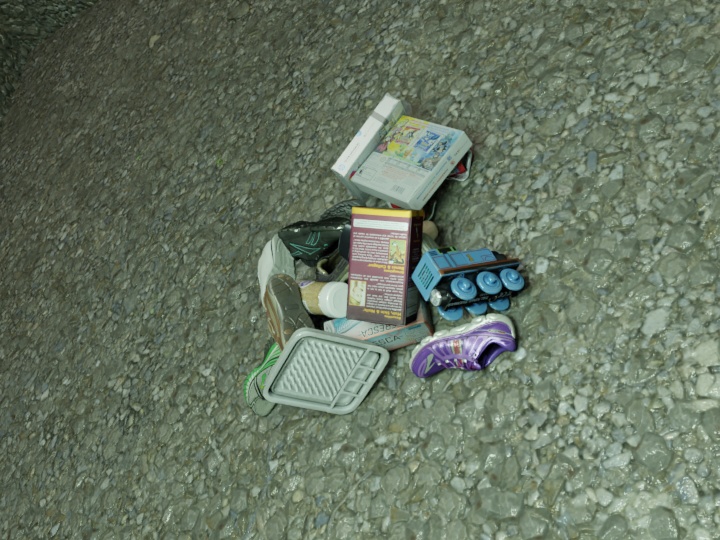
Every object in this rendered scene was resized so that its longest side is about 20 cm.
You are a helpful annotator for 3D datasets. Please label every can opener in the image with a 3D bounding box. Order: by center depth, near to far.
[{"bbox_3d":[0.000,0.000,1.533,0.079,0.201,0.063,30,40,34],"label":"can opener"}]

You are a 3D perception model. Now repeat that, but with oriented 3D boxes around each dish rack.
[{"bbox_3d":[-0.065,0.177,1.448,0.172,0.200,0.044,-58,34,26],"label":"dish rack"}]

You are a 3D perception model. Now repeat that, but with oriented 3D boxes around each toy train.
[{"bbox_3d":[0.190,0.013,1.372,0.114,0.199,0.087,61,144,29],"label":"toy train"}]

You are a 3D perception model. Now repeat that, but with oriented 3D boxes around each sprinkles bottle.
[{"bbox_3d":[-0.097,0.053,1.570,0.200,0.068,0.068,2,63,51],"label":"sprinkles bottle"}]

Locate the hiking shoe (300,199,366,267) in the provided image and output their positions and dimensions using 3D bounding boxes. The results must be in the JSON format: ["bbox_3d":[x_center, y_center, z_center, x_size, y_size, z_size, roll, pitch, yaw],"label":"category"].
[{"bbox_3d":[-0.053,-0.094,1.704,0.200,0.076,0.101,-40,4,33],"label":"hiking shoe"}]

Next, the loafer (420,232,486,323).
[{"bbox_3d":[0.149,0.025,1.450,0.063,0.072,0.200,-42,76,27],"label":"loafer"}]

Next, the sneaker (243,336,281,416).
[{"bbox_3d":[-0.172,0.218,1.585,0.085,0.078,0.200,58,134,41],"label":"sneaker"}]

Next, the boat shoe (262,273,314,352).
[{"bbox_3d":[-0.137,0.106,1.523,0.072,0.076,0.201,-45,54,48],"label":"boat shoe"}]

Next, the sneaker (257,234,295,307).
[{"bbox_3d":[-0.196,0.016,1.800,0.080,0.076,0.200,-32,40,36],"label":"sneaker"}]

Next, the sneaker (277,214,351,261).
[{"bbox_3d":[-0.081,-0.064,1.628,0.200,0.080,0.075,-5,19,45],"label":"sneaker"}]

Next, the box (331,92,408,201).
[{"bbox_3d":[0.032,-0.260,1.721,0.041,0.156,0.200,33,87,22],"label":"box"}]

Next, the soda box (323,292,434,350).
[{"bbox_3d":[0.034,0.111,1.502,0.199,0.064,0.069,-18,51,15],"label":"soda box"}]

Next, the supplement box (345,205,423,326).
[{"bbox_3d":[0.043,-0.010,1.411,0.110,0.086,0.201,5,96,19],"label":"supplement box"}]

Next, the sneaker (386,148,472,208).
[{"bbox_3d":[0.144,-0.192,1.639,0.200,0.071,0.112,-49,39,0],"label":"sneaker"}]

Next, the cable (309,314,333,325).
[{"bbox_3d":[-0.073,0.161,1.608,0.163,0.051,0.200,-31,43,15],"label":"cable"}]

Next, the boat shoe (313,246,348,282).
[{"bbox_3d":[-0.061,0.002,1.621,0.200,0.065,0.072,-39,35,34],"label":"boat shoe"}]

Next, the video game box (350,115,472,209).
[{"bbox_3d":[0.099,-0.217,1.610,0.182,0.047,0.200,-53,39,-6],"label":"video game box"}]

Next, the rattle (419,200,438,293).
[{"bbox_3d":[0.120,-0.040,1.590,0.130,0.143,0.200,-34,9,25],"label":"rattle"}]

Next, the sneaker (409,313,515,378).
[{"bbox_3d":[0.173,0.143,1.380,0.200,0.081,0.084,-27,53,23],"label":"sneaker"}]
